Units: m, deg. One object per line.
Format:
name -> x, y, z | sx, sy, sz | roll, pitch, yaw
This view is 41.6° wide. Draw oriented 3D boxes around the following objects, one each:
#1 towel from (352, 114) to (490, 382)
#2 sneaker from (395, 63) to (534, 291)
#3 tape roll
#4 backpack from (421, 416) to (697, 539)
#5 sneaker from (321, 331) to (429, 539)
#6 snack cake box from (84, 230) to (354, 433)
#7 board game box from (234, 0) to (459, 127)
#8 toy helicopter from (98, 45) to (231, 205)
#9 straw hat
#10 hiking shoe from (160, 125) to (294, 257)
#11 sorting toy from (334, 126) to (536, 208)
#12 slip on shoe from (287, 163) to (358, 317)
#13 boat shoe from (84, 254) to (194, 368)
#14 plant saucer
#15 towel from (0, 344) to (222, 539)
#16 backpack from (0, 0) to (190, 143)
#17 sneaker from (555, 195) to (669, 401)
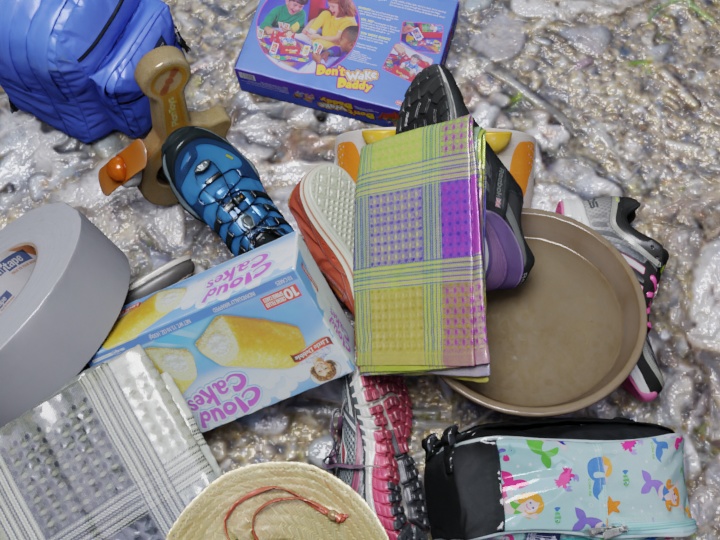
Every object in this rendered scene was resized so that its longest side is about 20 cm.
towel -> 0.047, -0.011, 0.760 | 0.023, 0.143, 0.203 | 3, 83, -43
sneaker -> 0.091, -0.076, 0.806 | 0.087, 0.076, 0.202 | 2, 69, -36
tape roll -> -0.297, 0.037, 0.822 | 0.199, 0.066, 0.202 | -25, 39, 22
backpack -> 0.163, 0.188, 0.758 | 0.197, 0.178, 0.153 | -6, 74, -11
sneaker -> 0.001, 0.150, 0.831 | 0.074, 0.080, 0.202 | -21, 61, 28
snack cake box -> -0.116, 0.063, 0.810 | 0.198, 0.116, 0.067 | -23, 28, 11
board game box -> -0.012, -0.228, 0.964 | 0.198, 0.045, 0.136 | 16, 74, 7
toy helicopter -> -0.179, -0.124, 0.856 | 0.131, 0.201, 0.079 | -25, 66, -17
straw hat -> -0.057, 0.249, 0.690 | 0.198, 0.085, 0.203 | 0, 65, 1
hiking shoe -> -0.095, -0.046, 0.838 | 0.074, 0.086, 0.201 | -44, 118, -12
sorting toy -> 0.071, -0.039, 0.888 | 0.197, 0.107, 0.183 | 0, 91, 3
slip on shoe -> 0.000, 0.000, 0.847 | 0.074, 0.061, 0.201 | -38, 102, -32
boat shoe -> -0.230, 0.058, 0.878 | 0.199, 0.067, 0.057 | -32, 93, -2
plant saucer -> 0.139, 0.035, 0.800 | 0.197, 0.030, 0.202 | -1, 57, 1
towel -> -0.202, 0.185, 0.740 | 0.191, 0.035, 0.201 | -31, 84, -7
backpack -> -0.260, -0.232, 0.894 | 0.166, 0.200, 0.164 | 20, 73, 9
sneaker -> 0.246, 0.016, 0.860 | 0.086, 0.074, 0.202 | -17, 68, 3
